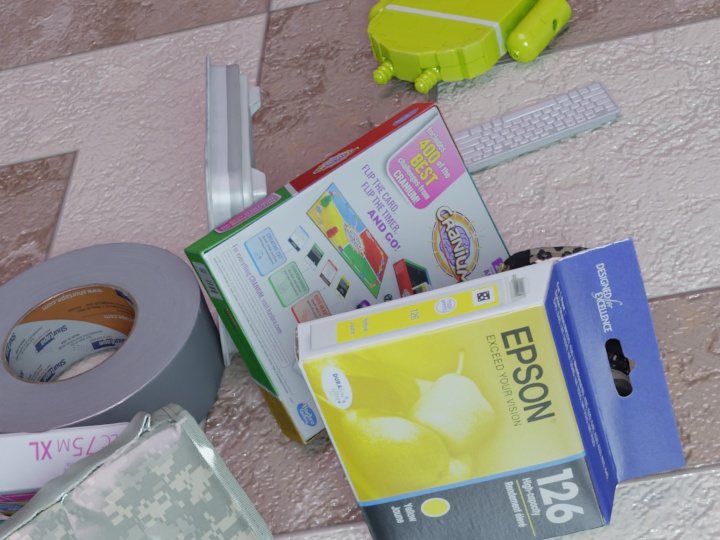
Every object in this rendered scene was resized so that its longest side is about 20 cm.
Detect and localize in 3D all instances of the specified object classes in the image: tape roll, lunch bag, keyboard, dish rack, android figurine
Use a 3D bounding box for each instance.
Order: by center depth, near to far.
[{"bbox_3d":[-0.122,0.193,1.034,0.163,0.201,0.117,-35,19,-19],"label":"lunch bag"},{"bbox_3d":[-0.201,0.069,1.347,0.198,0.067,0.201,-12,38,9],"label":"tape roll"},{"bbox_3d":[-0.088,-0.048,1.359,0.043,0.173,0.201,-5,36,-2],"label":"dish rack"},{"bbox_3d":[0.107,-0.105,1.468,0.198,0.011,0.056,-20,37,-1],"label":"keyboard"},{"bbox_3d":[0.087,-0.218,1.592,0.181,0.041,0.200,14,48,36],"label":"android figurine"}]

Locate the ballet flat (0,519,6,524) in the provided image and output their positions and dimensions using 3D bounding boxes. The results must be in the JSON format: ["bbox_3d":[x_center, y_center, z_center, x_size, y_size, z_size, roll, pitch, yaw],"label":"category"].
[{"bbox_3d":[-0.176,0.190,1.164,0.198,0.067,0.068,-6,61,15],"label":"ballet flat"}]

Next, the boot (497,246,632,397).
[{"bbox_3d":[0.085,0.057,1.232,0.201,0.074,0.154,-5,36,11],"label":"boot"}]

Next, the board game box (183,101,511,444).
[{"bbox_3d":[0.000,0.000,1.269,0.199,0.154,0.040,-32,16,-17],"label":"board game box"}]

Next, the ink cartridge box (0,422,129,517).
[{"bbox_3d":[-0.172,0.136,1.176,0.118,0.200,0.042,-6,76,10],"label":"ink cartridge box"}]

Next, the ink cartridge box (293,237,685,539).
[{"bbox_3d":[0.083,0.087,1.088,0.198,0.199,0.047,-13,40,10],"label":"ink cartridge box"}]
